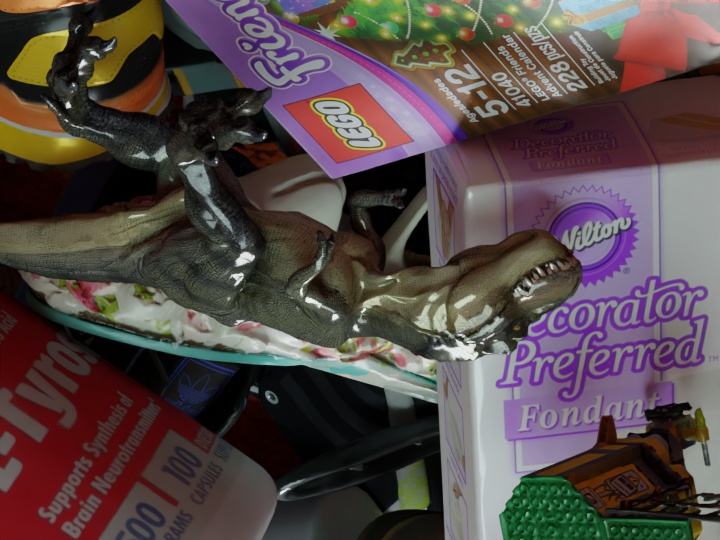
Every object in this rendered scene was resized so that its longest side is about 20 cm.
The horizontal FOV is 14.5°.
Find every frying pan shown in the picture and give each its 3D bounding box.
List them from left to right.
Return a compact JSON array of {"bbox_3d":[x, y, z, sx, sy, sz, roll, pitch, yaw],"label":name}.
[{"bbox_3d":[0.073,0.032,0.918,0.190,0.031,0.115,-9,142,-29],"label":"frying pan"}]

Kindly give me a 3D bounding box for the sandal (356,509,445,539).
[{"bbox_3d":[0.054,0.108,0.957,0.055,0.200,0.082,20,100,28],"label":"sandal"}]

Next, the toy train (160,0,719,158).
[{"bbox_3d":[0.026,-0.083,0.822,0.200,0.085,0.114,-8,134,18],"label":"toy train"}]

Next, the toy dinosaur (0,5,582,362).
[{"bbox_3d":[-0.045,-0.018,0.741,0.200,0.047,0.088,10,139,26],"label":"toy dinosaur"}]

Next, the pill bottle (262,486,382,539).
[{"bbox_3d":[-0.088,0.130,0.992,0.200,0.112,0.112,-11,134,23],"label":"pill bottle"}]

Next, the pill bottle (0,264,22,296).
[{"bbox_3d":[-0.190,0.005,0.933,0.113,0.113,0.200,-22,128,29],"label":"pill bottle"}]

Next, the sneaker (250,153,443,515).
[{"bbox_3d":[-0.010,0.026,0.956,0.083,0.072,0.200,0,136,11],"label":"sneaker"}]

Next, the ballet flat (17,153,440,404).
[{"bbox_3d":[0.000,0.000,0.844,0.200,0.076,0.064,13,109,-19],"label":"ballet flat"}]

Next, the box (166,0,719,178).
[{"bbox_3d":[-0.004,-0.111,0.694,0.137,0.039,0.200,-15,135,33],"label":"box"}]

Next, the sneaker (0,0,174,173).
[{"bbox_3d":[-0.138,-0.106,0.808,0.200,0.070,0.090,26,139,22],"label":"sneaker"}]

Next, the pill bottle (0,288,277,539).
[{"bbox_3d":[-0.133,0.052,0.817,0.200,0.112,0.112,34,134,-4],"label":"pill bottle"}]

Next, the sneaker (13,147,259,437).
[{"bbox_3d":[-0.083,0.051,0.901,0.070,0.200,0.078,25,173,-41],"label":"sneaker"}]

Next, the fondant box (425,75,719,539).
[{"bbox_3d":[0.097,0.046,0.811,0.144,0.058,0.200,-7,116,-6],"label":"fondant box"}]

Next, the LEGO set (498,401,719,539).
[{"bbox_3d":[0.142,0.096,0.726,0.200,0.116,0.154,-16,91,47],"label":"LEGO set"}]
